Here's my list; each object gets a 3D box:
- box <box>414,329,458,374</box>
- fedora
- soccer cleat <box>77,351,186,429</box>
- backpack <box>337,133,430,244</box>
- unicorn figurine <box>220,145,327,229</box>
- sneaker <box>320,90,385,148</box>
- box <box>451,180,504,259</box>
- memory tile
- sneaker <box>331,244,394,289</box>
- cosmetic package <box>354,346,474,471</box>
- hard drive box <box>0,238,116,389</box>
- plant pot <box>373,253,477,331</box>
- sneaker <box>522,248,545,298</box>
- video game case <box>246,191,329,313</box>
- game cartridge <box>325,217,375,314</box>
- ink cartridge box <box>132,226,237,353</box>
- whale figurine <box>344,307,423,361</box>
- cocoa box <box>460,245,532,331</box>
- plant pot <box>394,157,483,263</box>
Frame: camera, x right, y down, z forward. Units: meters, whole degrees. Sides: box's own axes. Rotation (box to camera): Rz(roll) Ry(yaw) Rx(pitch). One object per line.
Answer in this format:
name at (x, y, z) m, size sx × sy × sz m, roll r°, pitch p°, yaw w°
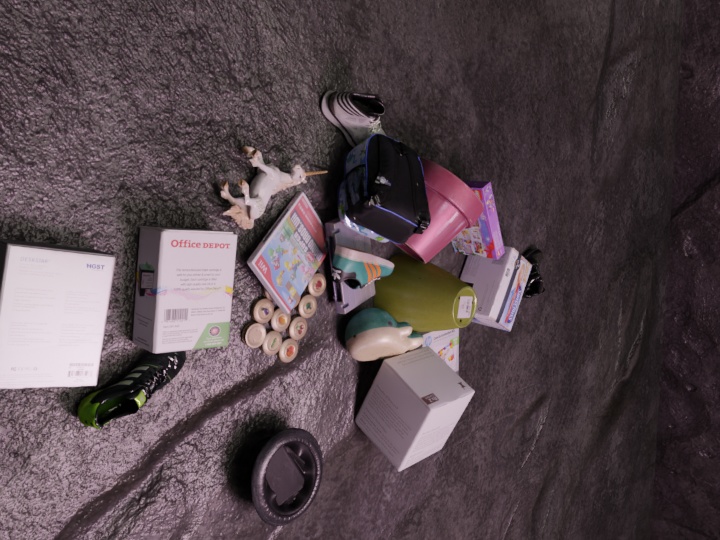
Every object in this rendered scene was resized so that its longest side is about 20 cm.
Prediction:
box at (0.198, 0.242, 1.666) m, size 0.155 × 0.041 × 0.202 m, roll -13°, pitch 106°, yaw -44°
fedora at (-0.166, 0.406, 1.287) m, size 0.200 × 0.091 × 0.202 m, roll -12°, pitch 106°, yaw -44°
soccer cleat at (-0.363, 0.195, 1.049) m, size 0.200 × 0.081 × 0.068 m, roll -35°, pitch 121°, yaw -36°
backpack at (0.041, -0.169, 1.322) m, size 0.182 × 0.147 × 0.202 m, roll 20°, pitch 57°, yaw -35°
unicorn figurine at (-0.178, -0.163, 1.186) m, size 0.200 × 0.074 × 0.137 m, roll -51°, pitch 140°, yaw -8°
sneaker at (0.018, -0.301, 1.317) m, size 0.200 × 0.115 × 0.076 m, roll 32°, pitch 75°, yaw -45°
box at (0.281, -0.130, 1.607) m, size 0.039 × 0.136 × 0.201 m, roll -38°, pitch 123°, yaw -34°
memory tile at (-0.151, 0.077, 1.291) m, size 0.153 × 0.017 × 0.201 m, roll 34°, pitch 74°, yaw -44°
sneaker at (0.000, 0.000, 1.333) m, size 0.199 × 0.071 × 0.081 m, roll 14°, pitch 96°, yaw -56°
cosmetic package at (0.122, 0.313, 1.463) m, size 0.164 × 0.165 × 0.201 m, roll -9°, pitch 132°, yaw -45°
hard drive box at (-0.459, 0.064, 0.928) m, size 0.155 × 0.076 × 0.202 m, roll 9°, pitch 92°, yaw -46°
plant pot at (0.164, 0.065, 1.481) m, size 0.186 × 0.199 × 0.189 m, roll -11°, pitch 105°, yaw -44°
sneaker at (0.517, 0.013, 1.897) m, size 0.199 × 0.114 × 0.077 m, roll -45°, pitch 129°, yaw -32°
video game case at (-0.133, -0.037, 1.260) m, size 0.201 × 0.017 × 0.143 m, roll -59°, pitch 134°, yaw -34°
game cartridge at (-0.020, -0.022, 1.380) m, size 0.129 × 0.038 × 0.202 m, roll -32°, pitch 121°, yaw -54°
ink cartridge box at (-0.298, 0.029, 1.081) m, size 0.144 × 0.084 × 0.202 m, roll 0°, pitch 99°, yaw -46°
whale figurine at (0.053, 0.142, 1.438) m, size 0.199 × 0.159 × 0.105 m, roll 9°, pitch 57°, yaw -43°
cocoa box at (0.354, 0.042, 1.718) m, size 0.131 × 0.133 × 0.201 m, roll 31°, pitch 76°, yaw -45°
plant pot at (0.151, -0.125, 1.451) m, size 0.180 × 0.200 × 0.200 m, roll -54°, pitch 133°, yaw -3°
